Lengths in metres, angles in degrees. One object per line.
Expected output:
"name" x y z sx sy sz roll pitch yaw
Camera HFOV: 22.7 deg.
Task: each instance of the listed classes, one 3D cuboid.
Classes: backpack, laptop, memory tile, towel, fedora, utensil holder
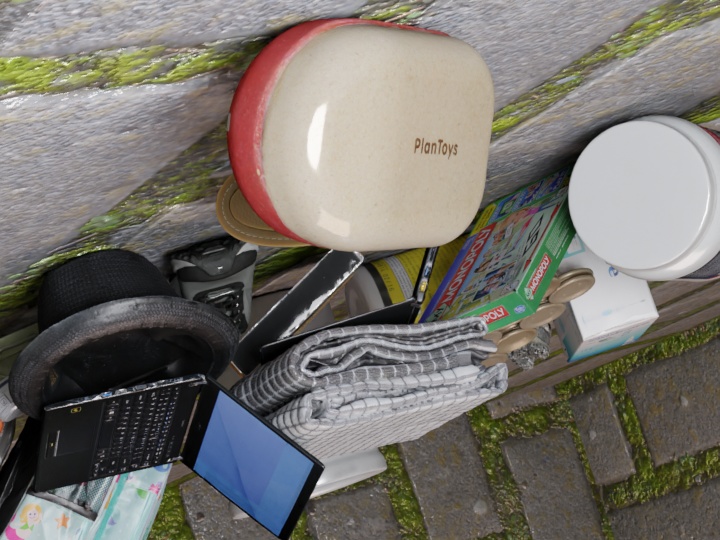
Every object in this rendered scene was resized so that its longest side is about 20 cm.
"backpack" -0.262 0.212 1.595 0.201 0.150 0.177 -61 -172 -13
"laptop" 0.000 0.000 1.501 0.115 0.201 0.187 17 169 0
"memory tile" 0.126 0.053 1.742 0.153 0.017 0.200 -3 150 -39
"towel" 0.001 0.094 1.471 0.199 0.086 0.166 -9 166 -30
"fedora" -0.191 0.044 1.400 0.200 0.092 0.201 -17 155 -8
"laptop" -0.151 0.166 1.438 0.199 0.104 0.177 -11 155 -19
"utensil holder" -0.080 0.136 1.850 0.169 0.201 0.170 -17 170 -3

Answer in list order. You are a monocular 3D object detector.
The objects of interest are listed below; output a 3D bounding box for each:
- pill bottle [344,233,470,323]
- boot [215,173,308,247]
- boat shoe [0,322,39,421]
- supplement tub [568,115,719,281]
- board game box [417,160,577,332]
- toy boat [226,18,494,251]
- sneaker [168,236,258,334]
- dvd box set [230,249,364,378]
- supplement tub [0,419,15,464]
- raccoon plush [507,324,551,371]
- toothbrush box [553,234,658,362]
"pill bottle" 0.093 0.025 1.814 0.199 0.112 0.111 -17 171 -13
"boot" -0.011 -0.052 1.306 0.199 0.074 0.155 -14 174 -9
"boat shoe" -0.239 0.054 1.494 0.200 0.062 0.072 -33 176 -44
"supplement tub" 0.271 -0.061 1.562 0.140 0.141 0.200 -22 170 24
"board game box" 0.132 -0.013 1.597 0.134 0.029 0.200 -26 -157 42
"toy boat" -0.015 -0.082 1.050 0.130 0.131 0.200 10 -173 31
"sneaker" -0.117 0.021 1.496 0.074 0.080 0.200 -14 169 -10
"dvd box set" -0.061 0.039 1.616 0.146 0.029 0.200 -45 179 -5
"supplement tub" -0.367 0.139 1.569 0.122 0.123 0.200 -15 171 -18
"raccoon plush" 0.118 0.060 1.984 0.199 0.135 0.097 -18 172 -1
"toothbrush box" 0.240 0.007 1.878 0.085 0.147 0.200 -18 171 -2
